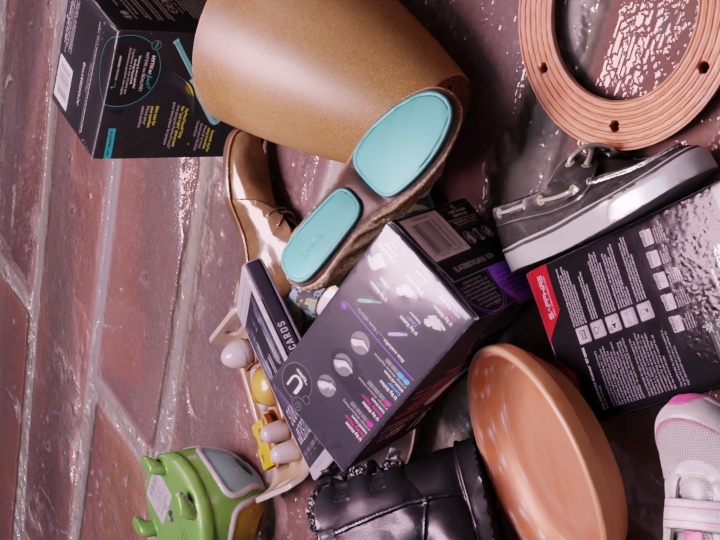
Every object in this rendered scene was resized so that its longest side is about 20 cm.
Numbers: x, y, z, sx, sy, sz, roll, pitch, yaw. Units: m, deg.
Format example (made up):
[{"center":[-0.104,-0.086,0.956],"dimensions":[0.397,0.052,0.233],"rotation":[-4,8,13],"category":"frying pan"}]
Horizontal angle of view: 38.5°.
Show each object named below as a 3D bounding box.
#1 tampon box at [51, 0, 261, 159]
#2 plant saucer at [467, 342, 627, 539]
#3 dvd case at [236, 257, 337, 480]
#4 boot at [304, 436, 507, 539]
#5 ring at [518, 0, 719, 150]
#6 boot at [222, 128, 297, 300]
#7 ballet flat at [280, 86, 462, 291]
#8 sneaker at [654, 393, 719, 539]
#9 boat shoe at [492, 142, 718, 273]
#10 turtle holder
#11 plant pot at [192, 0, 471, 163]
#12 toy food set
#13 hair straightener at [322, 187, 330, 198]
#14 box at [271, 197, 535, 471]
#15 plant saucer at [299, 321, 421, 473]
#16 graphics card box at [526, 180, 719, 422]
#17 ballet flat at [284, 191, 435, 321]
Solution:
[{"center":[-0.204,-0.215,1.101],"dimensions":[0.126,0.199,0.150],"rotation":[49,131,37],"category":"tampon box"},{"center":[0.144,0.148,0.788],"dimensions":[0.200,0.037,0.201],"rotation":[160,90,-74],"category":"plant saucer"},{"center":[-0.070,0.101,1.009],"dimensions":[0.201,0.025,0.150],"rotation":[64,164,13],"category":"dvd case"},{"center":[0.043,0.244,0.875],"dimensions":[0.162,0.073,0.199],"rotation":[-19,58,12],"category":"boot"},{"center":[0.189,-0.187,0.732],"dimensions":[0.200,0.019,0.202],"rotation":[15,109,52],"category":"ring"},{"center":[-0.097,-0.058,1.111],"dimensions":[0.075,0.073,0.201],"rotation":[-8,94,35],"category":"boot"},{"center":[0.015,-0.062,0.813],"dimensions":[0.200,0.065,0.071],"rotation":[-45,64,21],"category":"ballet flat"},{"center":[0.233,0.180,0.661],"dimensions":[0.081,0.088,0.201],"rotation":[-21,88,53],"category":"sneaker"},{"center":[0.163,-0.055,0.741],"dimensions":[0.200,0.070,0.064],"rotation":[-29,80,53],"category":"boat shoe"},{"center":[-0.171,0.281,1.202],"dimensions":[0.185,0.131,0.142],"rotation":[10,103,51],"category":"turtle holder"},{"center":[-0.009,-0.170,0.892],"dimensions":[0.199,0.186,0.187],"rotation":[33,123,25],"category":"plant pot"},{"center":[-0.120,0.152,1.143],"dimensions":[0.143,0.060,0.201],"rotation":[-43,61,63],"category":"toy food set"},{"center":[-0.026,-0.058,0.945],"dimensions":[0.041,0.077,0.200],"rotation":[42,179,-9],"category":"hair straightener"},{"center":[0.037,0.053,0.855],"dimensions":[0.106,0.122,0.200],"rotation":[48,124,17],"category":"box"},{"center":[0.001,0.119,1.027],"dimensions":[0.200,0.032,0.202],"rotation":[14,108,52],"category":"plant saucer"},{"center":[0.213,0.024,0.709],"dimensions":[0.200,0.051,0.126],"rotation":[-32,71,52],"category":"graphics card box"},{"center":[0.000,0.000,0.949],"dimensions":[0.200,0.074,0.074],"rotation":[-48,58,31],"category":"ballet flat"}]
